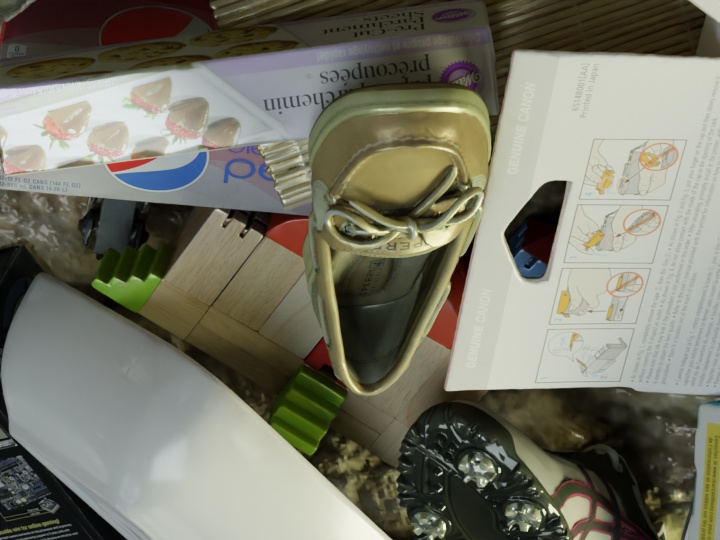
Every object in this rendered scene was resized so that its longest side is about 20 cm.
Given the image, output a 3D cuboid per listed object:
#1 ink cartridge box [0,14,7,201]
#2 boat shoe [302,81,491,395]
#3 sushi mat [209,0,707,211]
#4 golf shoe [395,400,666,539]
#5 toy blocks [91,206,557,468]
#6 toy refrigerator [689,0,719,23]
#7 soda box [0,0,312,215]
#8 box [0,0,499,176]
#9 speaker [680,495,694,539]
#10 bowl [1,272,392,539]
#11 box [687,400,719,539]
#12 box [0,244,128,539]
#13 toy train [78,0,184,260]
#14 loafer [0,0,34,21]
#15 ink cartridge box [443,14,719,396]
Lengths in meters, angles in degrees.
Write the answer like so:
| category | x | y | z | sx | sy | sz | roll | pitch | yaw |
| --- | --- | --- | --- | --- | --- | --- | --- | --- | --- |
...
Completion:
| category | x | y | z | sx | sy | sz | roll | pitch | yaw |
| --- | --- | --- | --- | --- | --- | --- | --- | --- | --- |
| ink cartridge box | -0.223 | -0.075 | 1.251 | 0.116 | 0.068 | 0.200 | 19 | 136 | 8 |
| boat shoe | 0.012 | -0.013 | 1.093 | 0.073 | 0.063 | 0.201 | -2 | 157 | -11 |
| sushi mat | 0.045 | -0.096 | 1.107 | 0.200 | 0.012 | 0.096 | -18 | 115 | 6 |
| golf shoe | 0.083 | 0.111 | 1.283 | 0.077 | 0.088 | 0.200 | -7 | 138 | 33 |
| toy blocks | 0.000 | 0.000 | 1.244 | 0.200 | 0.100 | 0.137 | 31 | 126 | -10 |
| toy refrigerator | 0.100 | -0.177 | 1.029 | 0.200 | 0.070 | 0.076 | 35 | 123 | -7 |
| soda box | -0.054 | -0.070 | 1.167 | 0.200 | 0.070 | 0.063 | 4 | 133 | -5 |
| box | -0.046 | -0.073 | 1.086 | 0.200 | 0.041 | 0.039 | -7 | 114 | 3 |
| speaker | 0.246 | 0.150 | 1.269 | 0.200 | 0.081 | 0.081 | 16 | 136 | 11 |
| bowl | -0.081 | 0.100 | 1.301 | 0.200 | 0.075 | 0.200 | 47 | 167 | -33 |
| box | 0.239 | 0.107 | 1.166 | 0.200 | 0.049 | 0.082 | 8 | 99 | 33 |
| box | -0.218 | 0.091 | 1.430 | 0.200 | 0.086 | 0.164 | -15 | 124 | 35 |
| toy train | -0.099 | -0.080 | 1.240 | 0.034 | 0.046 | 0.200 | 9 | 134 | -9 |
| loafer | -0.072 | -0.145 | 1.110 | 0.200 | 0.075 | 0.070 | -24 | 115 | 19 |
| ink cartridge box | 0.132 | -0.027 | 1.137 | 0.176 | 0.045 | 0.200 | 3 | 136 | -7 |
